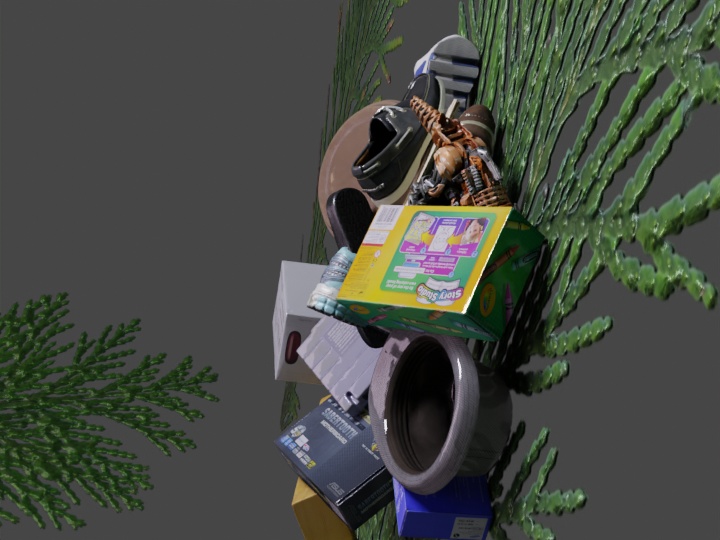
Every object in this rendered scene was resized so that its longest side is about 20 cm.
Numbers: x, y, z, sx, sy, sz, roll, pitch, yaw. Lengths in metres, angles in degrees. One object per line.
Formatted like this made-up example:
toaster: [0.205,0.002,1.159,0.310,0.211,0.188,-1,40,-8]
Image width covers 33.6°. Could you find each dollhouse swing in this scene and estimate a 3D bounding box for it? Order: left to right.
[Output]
dollhouse swing: [0.022,0.265,1.585,0.200,0.175,0.182,-75,-27,-54]

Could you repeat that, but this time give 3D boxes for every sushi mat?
sushi mat: [0.067,-0.103,1.407,0.096,0.012,0.201,123,173,-78]

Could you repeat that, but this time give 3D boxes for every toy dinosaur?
toy dinosaur: [0.113,-0.103,1.291,0.136,0.102,0.201,113,154,-58]

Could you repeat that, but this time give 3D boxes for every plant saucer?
plant saucer: [0.009,-0.126,1.533,0.200,0.029,0.201,-21,61,44]

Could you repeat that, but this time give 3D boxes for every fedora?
fedora: [0.092,0.141,1.234,0.178,0.090,0.200,-69,26,14]

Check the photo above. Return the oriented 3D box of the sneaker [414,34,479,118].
sneaker: [0.104,-0.218,1.567,0.115,0.080,0.200,-94,18,-69]

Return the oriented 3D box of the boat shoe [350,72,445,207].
boat shoe: [0.047,-0.170,1.421,0.072,0.068,0.201,-20,36,49]

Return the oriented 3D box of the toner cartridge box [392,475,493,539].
toner cartridge box: [0.083,0.203,1.307,0.200,0.094,0.043,-94,14,-52]

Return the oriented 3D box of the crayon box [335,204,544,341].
crayon box: [0.076,-0.001,1.203,0.199,0.058,0.119,5,64,50]

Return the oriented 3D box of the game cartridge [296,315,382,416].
game cartridge: [0.019,0.068,1.499,0.200,0.038,0.130,-49,48,8]

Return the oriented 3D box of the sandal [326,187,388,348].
sandal: [0.001,-0.001,1.463,0.048,0.075,0.202,-26,73,49]

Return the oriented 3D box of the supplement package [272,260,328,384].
supplement package: [-0.019,0.080,1.702,0.156,0.199,0.111,-100,18,-61]

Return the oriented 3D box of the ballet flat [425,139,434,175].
ballet flat: [0.068,-0.099,1.519,0.200,0.068,0.075,-46,28,27]

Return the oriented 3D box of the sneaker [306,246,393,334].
sneaker: [0.023,0.023,1.346,0.200,0.077,0.087,16,-84,-61]

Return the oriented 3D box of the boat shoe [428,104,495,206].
boat shoe: [0.118,-0.114,1.426,0.203,0.074,0.075,116,173,-49]

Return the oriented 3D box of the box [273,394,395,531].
box: [0.000,0.216,1.474,0.200,0.157,0.051,32,154,59]
